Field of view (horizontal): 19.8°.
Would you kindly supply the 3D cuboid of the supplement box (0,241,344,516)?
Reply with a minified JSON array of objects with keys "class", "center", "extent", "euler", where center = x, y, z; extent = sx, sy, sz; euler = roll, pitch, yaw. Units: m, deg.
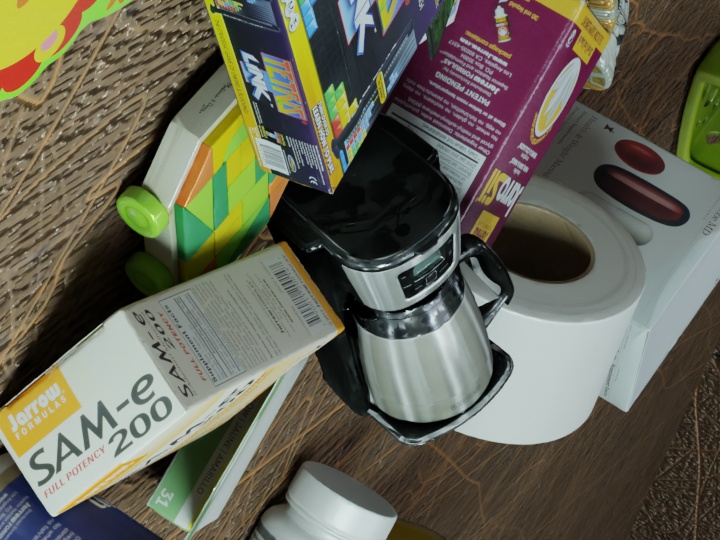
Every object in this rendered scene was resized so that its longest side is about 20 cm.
[{"class":"supplement box","center":[-0.113,0.063,1.254],"extent":[0.126,0.074,0.200],"euler":[-38,173,30]}]

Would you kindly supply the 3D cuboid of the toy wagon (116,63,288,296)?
[{"class":"toy wagon","center":[-0.086,-0.050,1.283],"extent":[0.155,0.039,0.201],"euler":[-50,161,-28]}]

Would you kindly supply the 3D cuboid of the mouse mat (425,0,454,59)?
[{"class":"mouse mat","center":[0.061,-0.251,1.338],"extent":[0.200,0.007,0.162],"euler":[79,27,-64]}]

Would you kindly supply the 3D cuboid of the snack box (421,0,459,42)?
[{"class":"snack box","center":[0.018,-0.174,1.399],"extent":[0.200,0.024,0.072],"euler":[-38,151,-50]}]

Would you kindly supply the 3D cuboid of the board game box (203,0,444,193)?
[{"class":"board game box","center":[-0.017,-0.169,1.173],"extent":[0.166,0.056,0.200],"euler":[-60,156,-24]}]

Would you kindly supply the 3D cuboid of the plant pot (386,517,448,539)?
[{"class":"plant pot","center":[0.011,0.344,1.984],"extent":[0.201,0.200,0.190],"euler":[-12,117,-67]}]

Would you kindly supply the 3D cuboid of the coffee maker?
[{"class":"coffee maker","center":[0.000,0.000,1.442],"extent":[0.135,0.191,0.201],"euler":[-56,147,-31]}]

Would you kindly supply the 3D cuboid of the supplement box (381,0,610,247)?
[{"class":"supplement box","center":[0.090,-0.127,1.548],"extent":[0.201,0.103,0.131],"euler":[-60,165,4]}]

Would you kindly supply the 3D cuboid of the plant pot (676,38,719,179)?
[{"class":"plant pot","center":[0.511,-0.206,2.475],"extent":[0.182,0.199,0.200],"euler":[-57,163,-28]}]

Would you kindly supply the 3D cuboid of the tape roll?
[{"class":"tape roll","center":[0.125,0.028,1.742],"extent":[0.203,0.202,0.140],"euler":[-40,155,-48]}]

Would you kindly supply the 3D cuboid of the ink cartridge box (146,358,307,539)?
[{"class":"ink cartridge box","center":[-0.096,0.115,1.446],"extent":[0.146,0.048,0.200],"euler":[-60,175,2]}]

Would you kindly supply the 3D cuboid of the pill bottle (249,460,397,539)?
[{"class":"pill bottle","center":[-0.056,0.275,1.784],"extent":[0.201,0.113,0.114],"euler":[-61,163,5]}]

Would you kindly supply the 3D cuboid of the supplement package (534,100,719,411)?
[{"class":"supplement package","center":[0.223,-0.017,1.946],"extent":[0.191,0.199,0.147],"euler":[-50,161,-29]}]

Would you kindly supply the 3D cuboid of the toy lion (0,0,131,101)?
[{"class":"toy lion","center":[-0.136,-0.155,0.944],"extent":[0.192,0.069,0.200],"euler":[-58,165,20]}]

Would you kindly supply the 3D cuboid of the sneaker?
[{"class":"sneaker","center":[0.189,-0.231,1.744],"extent":[0.200,0.075,0.088],"euler":[74,33,-71]}]

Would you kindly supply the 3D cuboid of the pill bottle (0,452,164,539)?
[{"class":"pill bottle","center":[-0.154,0.203,1.232],"extent":[0.111,0.199,0.111],"euler":[-51,162,-24]}]
